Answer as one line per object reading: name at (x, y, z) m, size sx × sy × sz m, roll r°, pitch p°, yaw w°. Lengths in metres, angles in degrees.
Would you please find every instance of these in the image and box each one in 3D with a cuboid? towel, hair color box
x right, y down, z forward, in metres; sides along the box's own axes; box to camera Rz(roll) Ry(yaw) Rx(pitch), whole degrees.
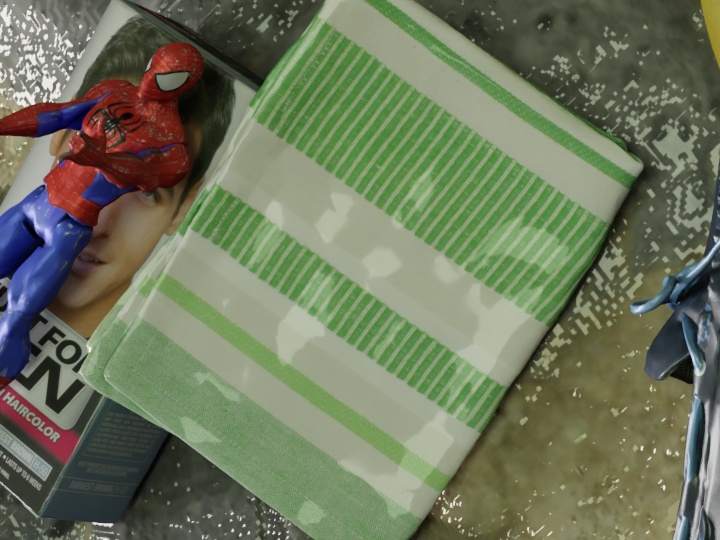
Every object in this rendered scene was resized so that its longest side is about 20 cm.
towel at (0.000, 0.000, 0.934) m, size 0.152 × 0.023 × 0.200 m, roll 34°, pitch 99°, yaw 4°
hair color box at (-0.105, -0.003, 1.009) m, size 0.099 × 0.061 × 0.200 m, roll 34°, pitch 99°, yaw 30°

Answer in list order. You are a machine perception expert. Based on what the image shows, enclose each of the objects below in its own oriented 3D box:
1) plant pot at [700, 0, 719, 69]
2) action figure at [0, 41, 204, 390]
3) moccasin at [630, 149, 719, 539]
plant pot at (0.190, -0.112, 0.792) m, size 0.200 × 0.200 × 0.142 m, roll -55°, pitch 35°, yaw 12°
action figure at (-0.140, -0.018, 0.944) m, size 0.200 × 0.099 × 0.065 m, roll -49°, pitch 63°, yaw 12°
moccasin at (0.131, 0.034, 0.851) m, size 0.068 × 0.080 × 0.201 m, roll -1°, pitch 81°, yaw 28°
